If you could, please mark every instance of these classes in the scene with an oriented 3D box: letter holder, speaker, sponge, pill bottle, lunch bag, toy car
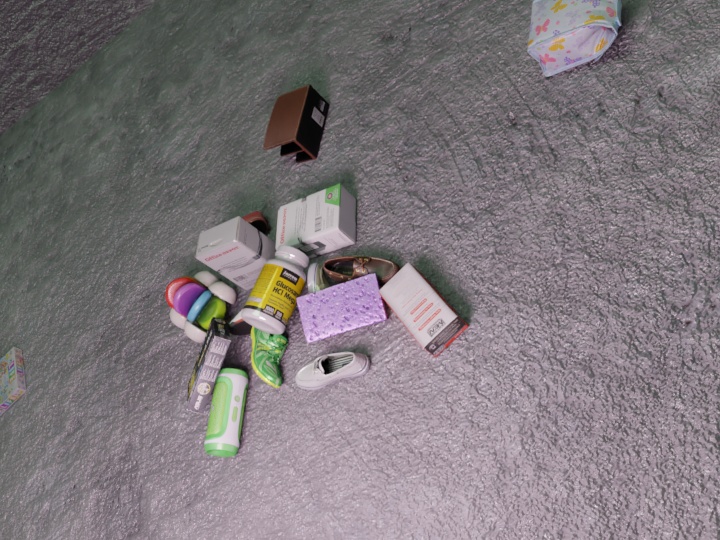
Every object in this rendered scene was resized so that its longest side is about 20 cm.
[{"bbox_3d":[-0.193,-0.424,1.971,0.142,0.101,0.200,-8,60,35],"label":"letter holder"},{"bbox_3d":[-0.324,0.343,1.618,0.088,0.088,0.200,-15,56,29],"label":"speaker"},{"bbox_3d":[-0.043,0.088,1.546,0.200,0.030,0.112,-18,79,11],"label":"sponge"},{"bbox_3d":[-0.200,0.045,1.620,0.112,0.112,0.200,6,65,38],"label":"pill bottle"},{"bbox_3d":[0.499,-0.563,1.528,0.200,0.127,0.170,-15,53,41],"label":"lunch bag"},{"bbox_3d":[-0.454,0.083,1.823,0.200,0.150,0.175,30,83,43],"label":"toy car"}]

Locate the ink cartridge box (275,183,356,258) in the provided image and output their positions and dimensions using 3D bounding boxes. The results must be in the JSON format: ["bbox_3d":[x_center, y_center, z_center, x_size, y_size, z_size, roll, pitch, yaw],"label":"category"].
[{"bbox_3d":[-0.116,-0.121,1.741,0.200,0.084,0.146,-17,55,28],"label":"ink cartridge box"}]

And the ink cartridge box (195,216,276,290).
[{"bbox_3d":[-0.311,-0.043,1.758,0.146,0.200,0.083,-19,54,26],"label":"ink cartridge box"}]

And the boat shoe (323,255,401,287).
[{"bbox_3d":[0.000,0.000,1.595,0.200,0.070,0.070,-3,61,34],"label":"boat shoe"}]

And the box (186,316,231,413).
[{"bbox_3d":[-0.381,0.234,1.669,0.200,0.049,0.161,-68,19,8],"label":"box"}]

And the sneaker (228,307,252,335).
[{"bbox_3d":[-0.263,0.085,1.741,0.201,0.067,0.108,-30,49,14],"label":"sneaker"}]

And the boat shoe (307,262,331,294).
[{"bbox_3d":[-0.085,0.071,1.626,0.062,0.072,0.200,-15,65,13],"label":"boat shoe"}]

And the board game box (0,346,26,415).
[{"bbox_3d":[-1.211,0.377,2.285,0.134,0.034,0.200,-42,47,8],"label":"board game box"}]

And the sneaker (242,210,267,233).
[{"bbox_3d":[-0.352,-0.101,1.928,0.200,0.074,0.087,-31,36,13],"label":"sneaker"}]

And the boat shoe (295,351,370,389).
[{"bbox_3d":[-0.077,0.218,1.522,0.200,0.067,0.074,-22,53,25],"label":"boat shoe"}]

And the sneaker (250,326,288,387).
[{"bbox_3d":[-0.221,0.194,1.638,0.084,0.074,0.200,-34,48,21],"label":"sneaker"}]

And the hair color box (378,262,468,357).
[{"bbox_3d":[0.133,0.082,1.453,0.102,0.061,0.200,-44,46,7],"label":"hair color box"}]
